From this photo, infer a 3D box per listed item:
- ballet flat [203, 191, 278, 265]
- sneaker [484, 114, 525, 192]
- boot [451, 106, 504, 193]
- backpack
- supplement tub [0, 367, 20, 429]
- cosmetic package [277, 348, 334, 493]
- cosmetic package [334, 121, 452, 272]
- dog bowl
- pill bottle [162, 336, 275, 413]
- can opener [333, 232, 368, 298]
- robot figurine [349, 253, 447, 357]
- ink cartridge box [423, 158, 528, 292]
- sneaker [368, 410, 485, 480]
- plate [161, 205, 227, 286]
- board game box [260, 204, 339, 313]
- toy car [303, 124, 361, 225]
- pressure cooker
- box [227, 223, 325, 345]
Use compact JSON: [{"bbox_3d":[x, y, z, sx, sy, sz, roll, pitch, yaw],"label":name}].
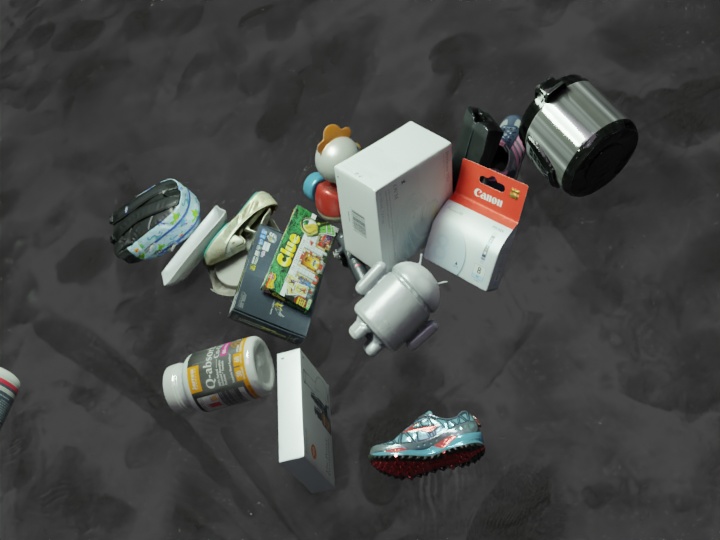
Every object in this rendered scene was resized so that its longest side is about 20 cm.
[{"bbox_3d":[-0.249,-0.083,1.695,0.062,0.068,0.201,33,76,21],"label":"ballet flat"},{"bbox_3d":[0.291,-0.247,1.613,0.069,0.082,0.204,1,59,25],"label":"sneaker"},{"bbox_3d":[0.190,-0.227,1.573,0.065,0.203,0.165,-22,50,-34],"label":"boot"},{"bbox_3d":[-0.465,-0.120,1.857,0.200,0.153,0.165,-43,42,20],"label":"backpack"},{"bbox_3d":[-0.835,0.306,1.730,0.137,0.141,0.204,1,58,25],"label":"supplement tub"},{"bbox_3d":[-0.095,0.263,1.407,0.051,0.151,0.204,-15,53,14],"label":"cosmetic package"},{"bbox_3d":[0.071,-0.137,1.533,0.199,0.202,0.122,-35,48,-27],"label":"cosmetic package"},{"bbox_3d":[-0.240,-0.019,1.725,0.196,0.059,0.204,-12,54,17],"label":"dog bowl"},{"bbox_3d":[-0.272,0.206,1.551,0.196,0.117,0.118,-17,52,14],"label":"pill bottle"},{"bbox_3d":[0.000,0.000,1.596,0.077,0.064,0.202,-26,51,5],"label":"can opener"},{"bbox_3d":[0.068,0.066,1.478,0.200,0.170,0.113,-45,11,-2],"label":"robot figurine"},{"bbox_3d":[0.211,-0.086,1.493,0.159,0.047,0.204,30,115,38],"label":"ink cartridge box"},{"bbox_3d":[0.109,0.289,1.355,0.195,0.080,0.097,-11,44,8],"label":"sneaker"},{"bbox_3d":[-0.358,-0.051,1.758,0.201,0.032,0.200,-52,18,-4],"label":"plate"},{"bbox_3d":[-0.118,-0.025,1.604,0.103,0.023,0.203,26,59,-11],"label":"board game box"},{"bbox_3d":[-0.026,-0.216,1.647,0.175,0.203,0.184,-32,46,-20],"label":"toy car"},{"bbox_3d":[0.395,-0.261,1.505,0.176,0.178,0.201,-13,54,-34],"label":"pressure cooker"},{"bbox_3d":[-0.161,0.027,1.605,0.155,0.051,0.204,23,61,-14],"label":"box"}]
